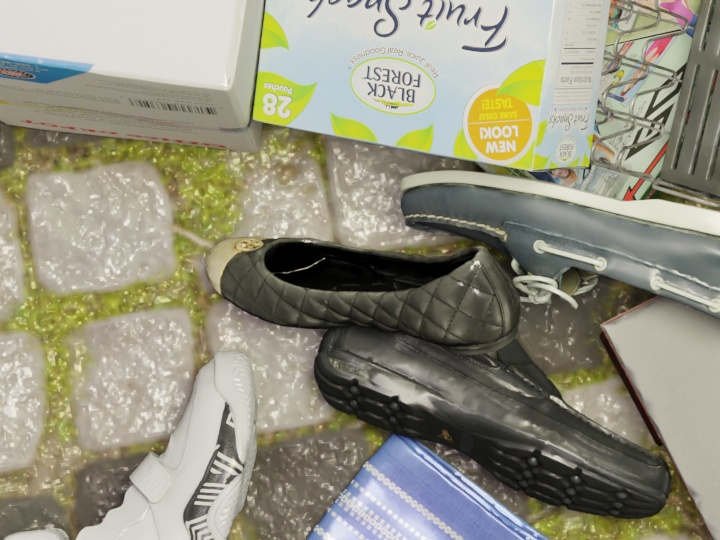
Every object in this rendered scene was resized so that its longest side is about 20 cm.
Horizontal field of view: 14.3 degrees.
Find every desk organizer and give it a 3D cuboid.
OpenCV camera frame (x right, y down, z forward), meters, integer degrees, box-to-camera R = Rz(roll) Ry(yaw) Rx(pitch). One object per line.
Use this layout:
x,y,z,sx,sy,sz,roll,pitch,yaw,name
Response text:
0.201,0.103,1.499,0.072,0.077,0.200,-27,85,-1,desk organizer

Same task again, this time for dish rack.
0.121,-0.118,1.442,0.200,0.055,0.154,19,104,32,dish rack

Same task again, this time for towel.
0.015,0.203,1.520,0.145,0.024,0.200,38,87,4,towel

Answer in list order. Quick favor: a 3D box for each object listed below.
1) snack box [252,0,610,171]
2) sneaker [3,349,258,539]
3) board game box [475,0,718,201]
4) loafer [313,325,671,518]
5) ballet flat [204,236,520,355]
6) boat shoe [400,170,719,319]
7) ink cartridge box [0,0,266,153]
0.041,-0.159,1.421,0.169,0.068,0.200,11,100,31,snack box
-0.123,0.131,1.501,0.115,0.075,0.200,13,85,2,sneaker
0.133,-0.122,1.489,0.135,0.029,0.200,41,112,17,board game box
0.074,0.068,1.507,0.200,0.068,0.070,24,64,7,loafer
0.000,0.000,1.481,0.200,0.066,0.057,9,124,37,ballet flat
0.110,-0.011,1.458,0.200,0.075,0.062,9,89,18,boat shoe
-0.120,-0.152,1.463,0.147,0.200,0.145,7,83,2,ink cartridge box
